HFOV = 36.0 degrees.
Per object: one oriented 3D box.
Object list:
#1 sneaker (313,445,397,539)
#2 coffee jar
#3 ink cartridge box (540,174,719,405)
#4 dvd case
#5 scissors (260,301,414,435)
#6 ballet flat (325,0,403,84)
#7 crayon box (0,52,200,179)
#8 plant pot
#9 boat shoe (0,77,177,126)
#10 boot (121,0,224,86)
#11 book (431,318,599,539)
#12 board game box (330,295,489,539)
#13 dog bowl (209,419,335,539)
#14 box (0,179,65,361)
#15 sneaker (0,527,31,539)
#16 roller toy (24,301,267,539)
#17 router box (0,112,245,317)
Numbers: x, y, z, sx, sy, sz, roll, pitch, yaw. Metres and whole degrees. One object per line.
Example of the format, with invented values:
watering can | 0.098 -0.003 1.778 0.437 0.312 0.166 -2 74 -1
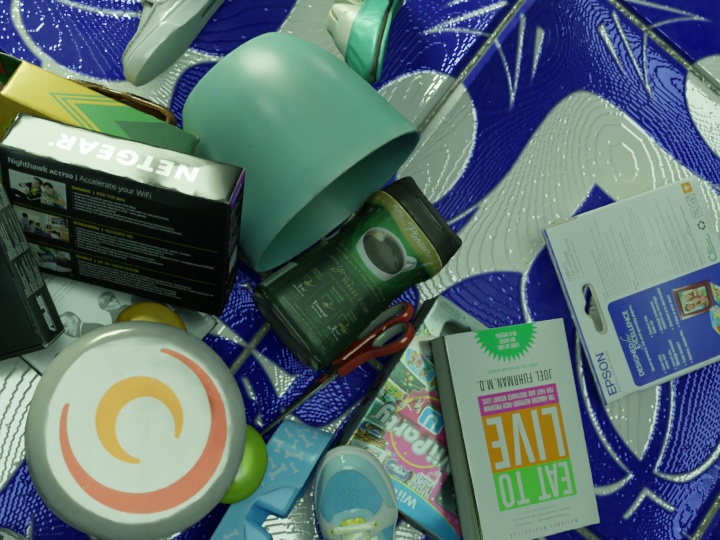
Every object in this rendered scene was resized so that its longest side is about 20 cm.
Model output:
sneaker | 0.003 0.266 0.988 0.079 0.131 0.200 -9 111 -1
coffee jar | 0.000 0.000 1.089 0.200 0.085 0.104 -39 91 -16
ink cartridge box | 0.304 0.020 1.185 0.200 0.047 0.198 -18 87 -14
dvd case | -0.258 0.037 1.051 0.200 0.025 0.150 43 74 -4
scissors | -0.027 0.099 1.099 0.200 0.073 0.014 -35 118 6
ballet flat | 0.002 -0.253 1.111 0.070 0.067 0.200 15 43 0
crayon box | -0.258 -0.105 0.997 0.200 0.127 0.051 23 50 -7
plant pot | -0.070 -0.123 1.042 0.200 0.201 0.161 -38 82 -16
boat shoe | -0.272 -0.152 1.054 0.200 0.068 0.072 8 79 -13
boot | -0.196 -0.278 1.099 0.096 0.074 0.200 35 66 0
book | 0.150 0.154 1.064 0.133 0.048 0.200 -7 82 -21
board game box | 0.078 0.148 1.097 0.147 0.064 0.200 35 76 -7
dog bowl | -0.094 0.226 1.021 0.050 0.111 0.200 29 75 5
box | -0.378 -0.006 0.945 0.193 0.048 0.200 -14 105 17
sneaker | -0.271 0.328 0.973 0.199 0.079 0.130 32 77 -7
roller toy | -0.200 0.141 0.966 0.182 0.140 0.200 -29 87 -22
router box | -0.206 -0.045 0.966 0.200 0.149 0.051 14 47 1
